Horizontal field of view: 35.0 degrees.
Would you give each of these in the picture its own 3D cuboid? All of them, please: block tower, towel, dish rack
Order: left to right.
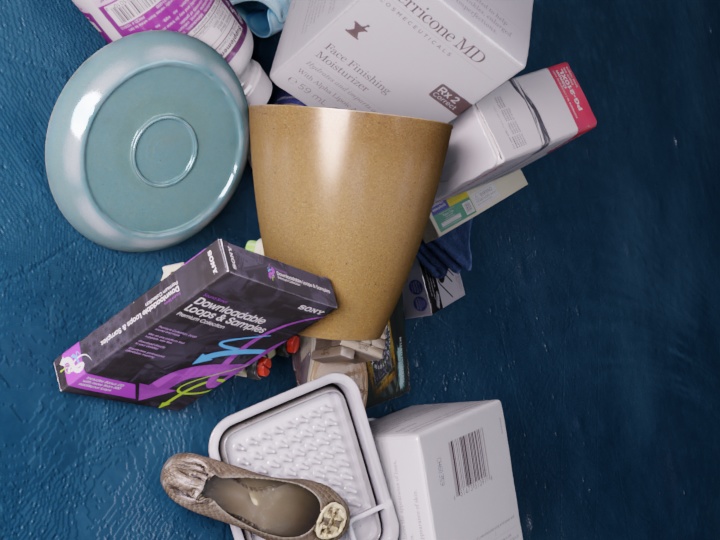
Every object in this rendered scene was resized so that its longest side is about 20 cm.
[{"bbox_3d":[-0.060,0.214,1.125,0.171,0.043,0.201,-20,100,-27],"label":"dish rack"},{"bbox_3d":[0.000,0.000,1.177,0.058,0.054,0.201,21,69,-31],"label":"block tower"},{"bbox_3d":[0.100,-0.100,1.367,0.112,0.048,0.201,43,47,-41],"label":"towel"}]

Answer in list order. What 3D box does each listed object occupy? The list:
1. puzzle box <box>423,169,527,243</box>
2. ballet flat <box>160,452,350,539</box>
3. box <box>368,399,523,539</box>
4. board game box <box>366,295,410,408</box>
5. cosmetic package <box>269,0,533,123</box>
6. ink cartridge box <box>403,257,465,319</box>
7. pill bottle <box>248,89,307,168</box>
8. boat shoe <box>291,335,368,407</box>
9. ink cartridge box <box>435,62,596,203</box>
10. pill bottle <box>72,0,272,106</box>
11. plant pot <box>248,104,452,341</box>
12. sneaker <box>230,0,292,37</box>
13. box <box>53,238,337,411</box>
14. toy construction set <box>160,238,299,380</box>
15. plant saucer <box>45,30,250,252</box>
[{"bbox_3d":[0.108,-0.125,1.327,0.200,0.025,0.134,-29,93,-46],"label":"puzzle box"},{"bbox_3d":[-0.090,0.214,1.057,0.199,0.046,0.068,25,79,-27],"label":"ballet flat"},{"bbox_3d":[0.073,0.261,1.272,0.199,0.130,0.201,-10,91,-56],"label":"box"},{"bbox_3d":[0.009,0.050,1.291,0.135,0.028,0.201,-8,95,-61],"label":"board game box"},{"bbox_3d":[0.043,-0.247,1.121,0.164,0.200,0.166,32,49,-25],"label":"cosmetic package"},{"bbox_3d":[0.067,-0.051,1.388,0.094,0.044,0.201,-26,103,-56],"label":"ink cartridge box"},{"bbox_3d":[-0.033,-0.171,1.235,0.111,0.110,0.200,61,39,-26],"label":"pill bottle"},{"bbox_3d":[-0.040,0.088,1.205,0.072,0.065,0.201,-1,83,-34],"label":"boat shoe"},{"bbox_3d":[0.139,-0.145,1.242,0.200,0.144,0.085,-24,87,-46],"label":"ink cartridge box"},{"bbox_3d":[-0.169,-0.220,1.049,0.200,0.112,0.113,51,44,-37],"label":"pill bottle"},{"bbox_3d":[-0.017,-0.042,1.040,0.186,0.185,0.201,0,96,-55],"label":"plant pot"},{"bbox_3d":[-0.093,-0.281,1.216,0.199,0.074,0.083,5,80,-44],"label":"sneaker"},{"bbox_3d":[-0.137,0.053,0.957,0.143,0.200,0.036,20,42,-51],"label":"box"},{"bbox_3d":[-0.103,0.026,1.103,0.200,0.092,0.132,-21,119,-49],"label":"toy construction set"},{"bbox_3d":[-0.176,-0.107,0.998,0.199,0.027,0.201,-18,121,-33],"label":"plant saucer"}]
